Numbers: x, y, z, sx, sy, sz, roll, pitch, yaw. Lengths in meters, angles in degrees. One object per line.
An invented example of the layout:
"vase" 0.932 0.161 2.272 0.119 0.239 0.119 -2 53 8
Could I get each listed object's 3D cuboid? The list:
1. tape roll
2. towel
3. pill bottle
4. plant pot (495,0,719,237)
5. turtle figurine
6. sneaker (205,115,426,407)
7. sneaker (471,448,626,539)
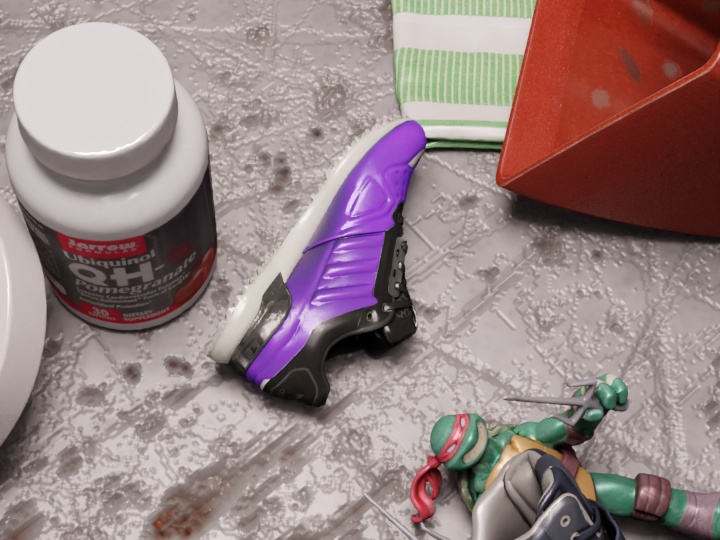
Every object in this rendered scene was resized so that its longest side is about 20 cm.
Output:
"tape roll" -0.271 0.033 0.768 0.203 0.037 0.203 -4 78 20
"towel" 0.097 -0.173 0.949 0.152 0.023 0.200 0 65 -3
"pill bottle" -0.140 -0.051 0.776 0.111 0.200 0.111 1 65 -3
"plant pot" 0.227 -0.127 0.839 0.176 0.200 0.200 26 62 -21
"turtle figurine" 0.108 0.124 0.764 0.200 0.101 0.150 28 93 -7
"sneaker" 0.000 0.000 0.840 0.099 0.070 0.200 34 71 4
"sneaker" 0.149 0.145 0.690 0.202 0.077 0.146 -24 104 -4
